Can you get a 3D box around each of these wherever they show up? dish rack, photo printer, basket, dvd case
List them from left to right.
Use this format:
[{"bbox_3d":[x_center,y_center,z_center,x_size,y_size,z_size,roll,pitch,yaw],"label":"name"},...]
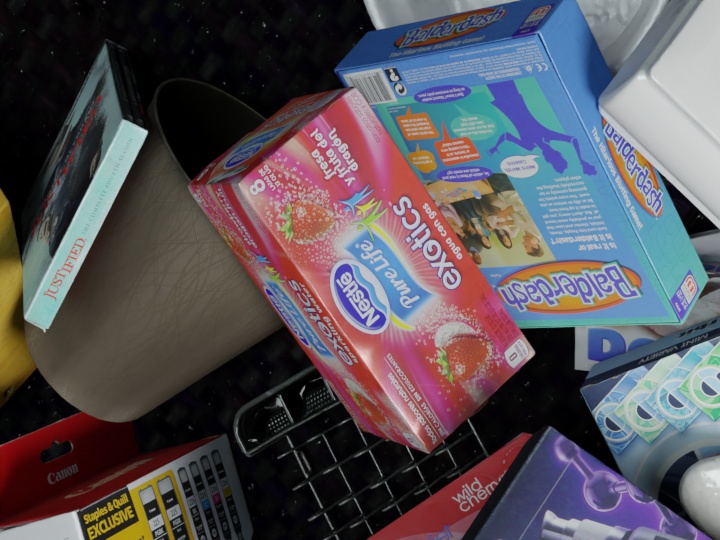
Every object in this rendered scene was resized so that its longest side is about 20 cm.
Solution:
[{"bbox_3d":[-0.188,-0.063,1.099,0.022,0.200,0.147,24,106,-19],"label":"dvd case"},{"bbox_3d":[-0.125,0.002,1.111,0.180,0.136,0.200,41,120,-10],"label":"basket"},{"bbox_3d":[0.023,0.149,1.107,0.153,0.054,0.201,-30,85,26],"label":"dish rack"},{"bbox_3d":[0.245,-0.082,0.896,0.200,0.167,0.069,43,155,-7],"label":"photo printer"}]

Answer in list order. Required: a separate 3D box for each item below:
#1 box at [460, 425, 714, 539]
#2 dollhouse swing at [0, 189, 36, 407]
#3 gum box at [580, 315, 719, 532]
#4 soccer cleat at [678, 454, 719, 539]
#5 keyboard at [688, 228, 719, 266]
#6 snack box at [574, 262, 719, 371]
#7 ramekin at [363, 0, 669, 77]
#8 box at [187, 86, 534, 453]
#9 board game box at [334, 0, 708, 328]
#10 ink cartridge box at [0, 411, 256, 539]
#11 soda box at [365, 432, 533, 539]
[{"bbox_3d":[0.137,0.209,0.918,0.199,0.104,0.149,34,72,6],"label":"box"},{"bbox_3d":[-0.329,0.003,1.146,0.175,0.182,0.201,31,149,15],"label":"dollhouse swing"},{"bbox_3d":[0.251,0.122,0.984,0.169,0.045,0.201,-24,99,27],"label":"gum box"},{"bbox_3d":[0.268,0.167,0.919,0.199,0.085,0.069,30,116,8],"label":"soccer cleat"},{"bbox_3d":[0.230,0.001,1.014,0.198,0.011,0.057,-12,98,26],"label":"keyboard"},{"bbox_3d":[0.229,0.034,1.003,0.198,0.024,0.073,5,108,22],"label":"snack box"},{"bbox_3d":[0.105,-0.197,0.990,0.199,0.098,0.203,4,101,25],"label":"ramekin"},{"bbox_3d":[0.000,0.000,0.983,0.095,0.100,0.201,-40,107,-17],"label":"box"},{"bbox_3d":[0.094,-0.055,0.952,0.151,0.045,0.201,-3,127,43],"label":"board game box"},{"bbox_3d":[-0.158,0.181,1.113,0.083,0.200,0.177,-14,93,25],"label":"ink cartridge box"},{"bbox_3d":[0.040,0.183,1.007,0.199,0.063,0.070,-32,76,-14],"label":"soda box"}]
